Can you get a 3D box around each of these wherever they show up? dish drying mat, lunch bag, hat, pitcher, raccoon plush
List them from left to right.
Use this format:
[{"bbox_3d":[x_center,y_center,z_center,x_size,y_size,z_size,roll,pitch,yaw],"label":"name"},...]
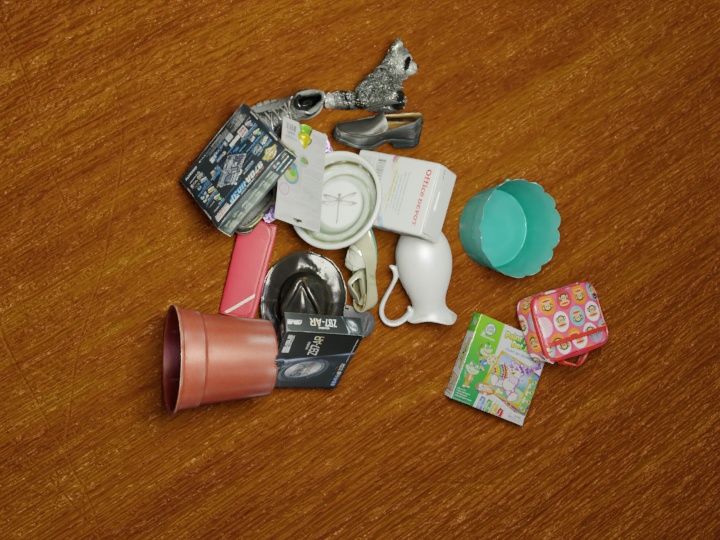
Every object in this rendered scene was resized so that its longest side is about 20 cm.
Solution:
[{"bbox_3d":[-0.227,-0.003,1.493,0.075,0.018,0.204,15,95,-1],"label":"dish drying mat"},{"bbox_3d":[-0.118,0.063,1.477,0.195,0.081,0.206,0,91,3],"label":"hat"},{"bbox_3d":[0.023,-0.407,1.527,0.195,0.097,0.138,0,85,-16],"label":"raccoon plush"},{"bbox_3d":[0.114,0.018,1.570,0.167,0.121,0.205,-9,107,-3],"label":"pitcher"},{"bbox_3d":[0.459,0.130,1.668,0.196,0.082,0.180,-13,85,-25],"label":"lunch bag"}]

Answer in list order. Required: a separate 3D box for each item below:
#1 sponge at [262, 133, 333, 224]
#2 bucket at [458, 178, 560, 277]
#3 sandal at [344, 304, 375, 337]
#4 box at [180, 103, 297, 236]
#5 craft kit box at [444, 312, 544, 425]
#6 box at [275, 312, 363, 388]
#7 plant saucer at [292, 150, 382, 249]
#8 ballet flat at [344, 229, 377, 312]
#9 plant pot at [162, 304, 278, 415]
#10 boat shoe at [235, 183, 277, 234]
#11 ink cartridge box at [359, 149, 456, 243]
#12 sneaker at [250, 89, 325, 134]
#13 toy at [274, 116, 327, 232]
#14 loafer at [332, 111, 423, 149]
[{"bbox_3d":[-0.134,-0.189,1.519,0.197,0.030,0.113,-28,101,-13],"label":"sponge"},{"bbox_3d":[0.319,-0.092,1.607,0.202,0.135,0.213,-1,95,-16],"label":"bucket"},{"bbox_3d":[-0.060,0.093,1.551,0.196,0.043,0.078,10,91,-17],"label":"sandal"},{"bbox_3d":[-0.235,-0.193,1.407,0.201,0.159,0.046,-48,149,7],"label":"box"},{"bbox_3d":[0.312,0.223,1.673,0.197,0.048,0.201,22,84,-17],"label":"craft kit box"},{"bbox_3d":[-0.098,0.163,1.472,0.157,0.202,0.044,5,49,-20],"label":"box"},{"bbox_3d":[-0.046,-0.135,1.479,0.195,0.050,0.205,-5,74,17],"label":"plant saucer"},{"bbox_3d":[0.000,0.000,1.515,0.068,0.070,0.204,-17,124,-15],"label":"ballet flat"},{"bbox_3d":[-0.269,0.169,1.424,0.191,0.200,0.206,2,93,-24],"label":"plant pot"},{"bbox_3d":[-0.187,-0.162,1.453,0.071,0.061,0.204,31,81,-10],"label":"boat shoe"},{"bbox_3d":[0.079,-0.150,1.496,0.084,0.197,0.148,18,88,-55],"label":"ink cartridge box"},{"bbox_3d":[-0.155,-0.314,1.460,0.198,0.115,0.076,-30,101,-13],"label":"sneaker"},{"bbox_3d":[-0.125,-0.184,1.444,0.114,0.047,0.205,16,75,-42],"label":"toy"},{"bbox_3d":[0.038,-0.300,1.532,0.196,0.073,0.074,-7,52,-22],"label":"loafer"}]
